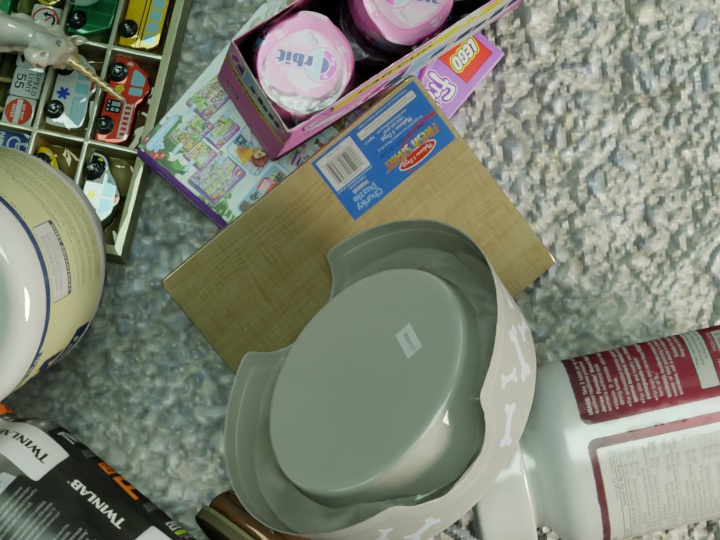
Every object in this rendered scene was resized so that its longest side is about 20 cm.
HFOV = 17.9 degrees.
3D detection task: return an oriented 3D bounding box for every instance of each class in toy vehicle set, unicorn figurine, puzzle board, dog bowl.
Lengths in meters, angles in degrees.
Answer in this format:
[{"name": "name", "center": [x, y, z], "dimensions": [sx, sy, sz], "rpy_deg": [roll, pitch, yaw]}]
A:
[{"name": "toy vehicle set", "center": [-0.187, -0.113, 1.463], "dimensions": [0.124, 0.027, 0.201], "rpy_deg": [11, 77, 6]}, {"name": "unicorn figurine", "center": [-0.266, -0.138, 1.408], "dimensions": [0.199, 0.137, 0.074], "rpy_deg": [-5, 83, 24]}, {"name": "puzzle board", "center": [0.000, 0.000, 1.399], "dimensions": [0.200, 0.017, 0.151], "rpy_deg": [-40, 104, -5]}, {"name": "dog bowl", "center": [0.015, 0.071, 1.311], "dimensions": [0.200, 0.059, 0.201], "rpy_deg": [-25, 47, 30]}]

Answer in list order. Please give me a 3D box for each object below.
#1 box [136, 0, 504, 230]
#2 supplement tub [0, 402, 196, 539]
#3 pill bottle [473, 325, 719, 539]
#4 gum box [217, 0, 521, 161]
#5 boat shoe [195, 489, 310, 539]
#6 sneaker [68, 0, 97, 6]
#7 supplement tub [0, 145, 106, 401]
[{"name": "box", "center": [-0.025, -0.104, 1.433], "dimensions": [0.137, 0.039, 0.200], "rpy_deg": [41, 81, -1]}, {"name": "supplement tub", "center": [-0.175, 0.171, 1.344], "dimensions": [0.200, 0.123, 0.123], "rpy_deg": [39, 81, 10]}, {"name": "pill bottle", "center": [0.160, 0.100, 1.343], "dimensions": [0.199, 0.110, 0.110], "rpy_deg": [-12, 76, 0]}, {"name": "gum box", "center": [0.017, -0.151, 1.365], "dimensions": [0.200, 0.113, 0.066], "rpy_deg": [-33, 89, -10]}, {"name": "boat shoe", "center": [-0.003, 0.183, 1.364], "dimensions": [0.200, 0.072, 0.068], "rpy_deg": [34, 75, 1]}, {"name": "sneaker", "center": [-0.151, -0.262, 1.459], "dimensions": [0.139, 0.078, 0.201], "rpy_deg": [-15, 59, -9]}, {"name": "supplement tub", "center": [-0.231, 0.003, 1.332], "dimensions": [0.144, 0.200, 0.146], "rpy_deg": [1, 99, 8]}]
